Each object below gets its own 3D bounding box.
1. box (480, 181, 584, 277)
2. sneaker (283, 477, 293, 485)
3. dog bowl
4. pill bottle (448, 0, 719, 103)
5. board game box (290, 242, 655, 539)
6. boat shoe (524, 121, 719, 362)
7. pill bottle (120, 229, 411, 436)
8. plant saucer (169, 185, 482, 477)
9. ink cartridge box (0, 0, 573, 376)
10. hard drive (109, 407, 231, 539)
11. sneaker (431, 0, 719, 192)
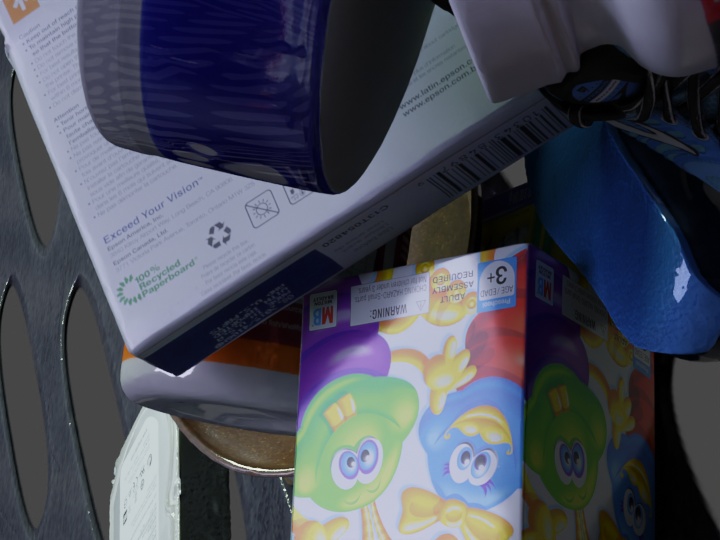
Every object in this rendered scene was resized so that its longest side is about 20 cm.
[{"bbox_3d":[0.059,0.069,1.116,0.117,0.048,0.201,158,121,-69],"label":"box"},{"bbox_3d":[0.000,0.000,1.226,0.090,0.075,0.201,-19,71,36],"label":"sneaker"},{"bbox_3d":[-0.020,-0.128,0.854,0.200,0.079,0.201,15,-90,-80],"label":"dog bowl"},{"bbox_3d":[0.116,-0.124,0.786,0.111,0.200,0.111,-22,-90,-86],"label":"pill bottle"},{"bbox_3d":[0.043,0.107,0.979,0.103,0.105,0.201,-11,66,32],"label":"board game box"},{"bbox_3d":[0.111,-0.025,0.984,0.200,0.068,0.084,-105,30,-48],"label":"boat shoe"},{"bbox_3d":[-0.030,-0.038,1.084,0.110,0.109,0.201,161,119,-69],"label":"pill bottle"},{"bbox_3d":[-0.015,-0.006,1.161,0.200,0.037,0.201,-15,68,40],"label":"plant saucer"},{"bbox_3d":[-0.035,-0.092,1.014,0.199,0.041,0.200,-32,63,14],"label":"ink cartridge box"},{"bbox_3d":[-0.117,0.164,1.601,0.140,0.038,0.200,120,153,-46],"label":"hard drive"},{"bbox_3d":[0.100,-0.060,0.875,0.090,0.200,0.079,-29,-34,-54],"label":"sneaker"}]
